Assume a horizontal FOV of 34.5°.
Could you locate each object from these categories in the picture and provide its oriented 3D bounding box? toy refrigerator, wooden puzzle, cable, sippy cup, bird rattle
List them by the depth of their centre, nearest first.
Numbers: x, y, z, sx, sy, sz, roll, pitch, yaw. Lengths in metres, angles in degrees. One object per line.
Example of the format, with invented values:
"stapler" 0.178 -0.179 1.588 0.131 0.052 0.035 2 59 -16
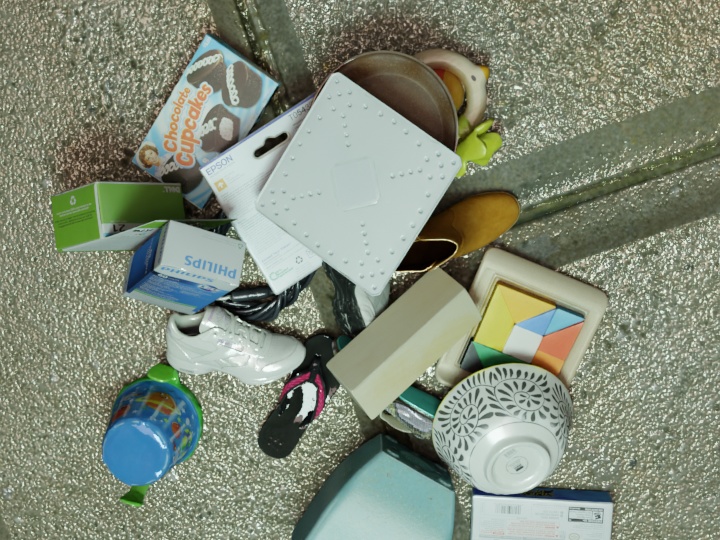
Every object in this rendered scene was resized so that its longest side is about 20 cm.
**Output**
"bird rattle" 0.091 -0.206 1.512 0.197 0.113 0.166 15 92 14
"toy refrigerator" 0.059 0.095 1.523 0.200 0.076 0.070 -42 129 -7
"wooden puzzle" 0.218 0.092 1.573 0.182 0.037 0.203 21 103 -5
"cable" -0.136 -0.023 1.576 0.200 0.051 0.163 -42 96 11
"sippy cup" -0.296 0.230 1.606 0.138 0.130 0.180 -19 101 9

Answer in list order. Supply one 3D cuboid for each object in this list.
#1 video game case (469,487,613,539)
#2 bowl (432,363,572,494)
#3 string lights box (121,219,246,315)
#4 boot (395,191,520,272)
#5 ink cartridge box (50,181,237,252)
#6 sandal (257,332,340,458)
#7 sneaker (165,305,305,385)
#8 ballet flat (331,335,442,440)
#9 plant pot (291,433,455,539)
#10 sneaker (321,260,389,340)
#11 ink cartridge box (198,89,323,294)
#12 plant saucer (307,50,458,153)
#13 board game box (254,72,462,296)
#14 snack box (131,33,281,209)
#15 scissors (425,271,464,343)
"video game case" 0.252 0.401 1.641 0.196 0.045 0.185 3 102 4
"bowl" 0.201 0.233 1.547 0.197 0.095 0.204 -5 123 -7
"string lights box" -0.225 0.001 1.459 0.101 0.199 0.060 17 71 -21
"boot" 0.123 -0.042 1.497 0.198 0.144 0.072 -21 99 1
"ink cartridge box" -0.276 -0.078 1.481 0.198 0.147 0.077 -13 84 39
"sandal" -0.082 0.182 1.620 0.074 0.045 0.202 28 103 -2
"sneaker" -0.173 0.100 1.580 0.196 0.076 0.101 3 132 3
"ballet flat" 0.031 0.171 1.601 0.199 0.072 0.072 35 103 -3
"plant pot" 0.030 0.343 1.580 0.194 0.196 0.202 28 94 -2
"sneaker" 0.000 0.000 1.532 0.073 0.079 0.202 26 140 33
"ink cartridge box" -0.082 -0.105 1.523 0.195 0.043 0.202 -32 107 -3
"plant saucer" 0.029 -0.171 1.451 0.197 0.037 0.204 1 93 15
"board game box" -0.003 -0.106 1.432 0.199 0.026 0.202 35 101 12
"snack box" -0.206 -0.198 1.549 0.115 0.037 0.201 33 103 -3
"scissors" 0.106 0.006 1.583 0.072 0.014 0.204 -9 100 8
